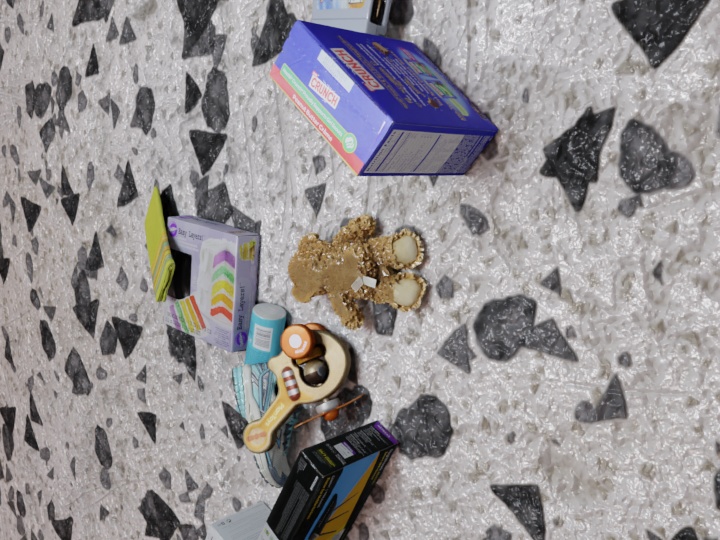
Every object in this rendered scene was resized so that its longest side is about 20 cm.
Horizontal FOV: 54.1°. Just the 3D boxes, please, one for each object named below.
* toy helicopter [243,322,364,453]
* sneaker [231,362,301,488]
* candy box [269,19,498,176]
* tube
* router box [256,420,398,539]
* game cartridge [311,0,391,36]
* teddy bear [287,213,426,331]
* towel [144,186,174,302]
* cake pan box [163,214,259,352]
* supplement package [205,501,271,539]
[{"bbox_3d":[-0.085,0.176,0.967,0.132,0.079,0.201,40,97,13],"label":"toy helicopter"},{"bbox_3d":[-0.124,0.227,1.037,0.078,0.085,0.203,-114,9,-71],"label":"sneaker"},{"bbox_3d":[0.029,-0.183,0.768,0.170,0.199,0.077,52,125,24],"label":"candy box"},{"bbox_3d":[-0.152,0.150,1.074,0.077,0.050,0.203,29,118,35],"label":"tube"},{"bbox_3d":[-0.048,0.302,0.930,0.051,0.148,0.202,41,121,30],"label":"router box"},{"bbox_3d":[-0.007,-0.366,0.866,0.132,0.041,0.203,21,105,46],"label":"game cartridge"},{"bbox_3d":[0.000,0.000,0.916,0.198,0.067,0.147,-20,91,34],"label":"teddy bear"},{"bbox_3d":[-0.336,-0.047,1.178,0.087,0.018,0.201,-61,37,33],"label":"towel"},{"bbox_3d":[-0.245,0.016,1.134,0.198,0.052,0.187,17,104,40],"label":"cake pan box"},{"bbox_3d":[-0.140,0.470,1.058,0.199,0.109,0.115,35,117,33],"label":"supplement package"}]
